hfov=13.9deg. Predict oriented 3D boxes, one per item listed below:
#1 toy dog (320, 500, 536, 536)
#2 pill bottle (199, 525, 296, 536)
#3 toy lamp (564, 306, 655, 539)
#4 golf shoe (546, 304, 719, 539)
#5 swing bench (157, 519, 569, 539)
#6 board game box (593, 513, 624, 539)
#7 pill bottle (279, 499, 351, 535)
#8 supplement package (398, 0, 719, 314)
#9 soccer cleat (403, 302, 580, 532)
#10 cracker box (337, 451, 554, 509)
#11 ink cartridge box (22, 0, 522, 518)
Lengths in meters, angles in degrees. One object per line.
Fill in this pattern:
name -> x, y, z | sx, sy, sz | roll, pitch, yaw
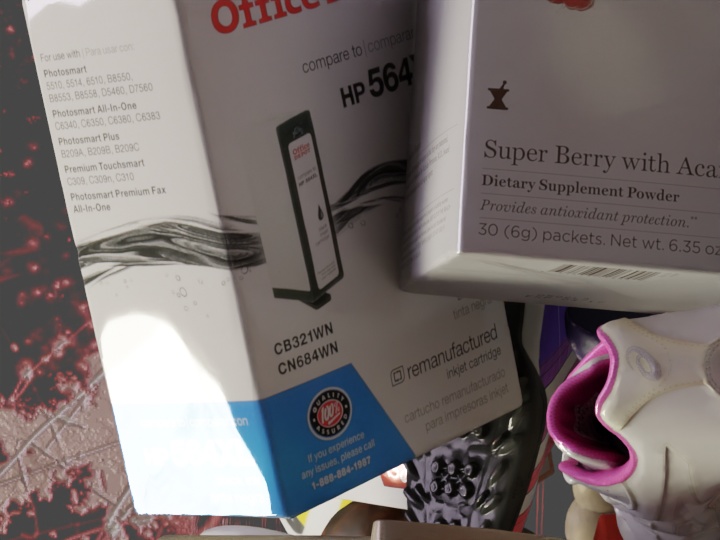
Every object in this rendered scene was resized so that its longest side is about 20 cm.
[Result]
toy dog -> 0.021, 0.197, 1.291 | 0.194, 0.139, 0.201 | 129, 147, -59
pill bottle -> -0.038, 0.213, 1.182 | 0.114, 0.114, 0.201 | 128, 158, -76
toy lamp -> 0.086, 0.110, 1.147 | 0.058, 0.058, 0.201 | -106, 22, -68
golf shoe -> 0.100, 0.051, 0.972 | 0.200, 0.091, 0.076 | 112, 160, -69
swing bench -> 0.015, 0.194, 1.034 | 0.200, 0.129, 0.200 | -12, 72, 62
board game box -> 0.100, 0.209, 1.042 | 0.200, 0.040, 0.153 | -96, 13, -52
pill bottle -> 0.026, 0.054, 1.407 | 0.200, 0.114, 0.115 | 106, 167, -52
supplement package -> 0.086, -0.092, 1.046 | 0.120, 0.121, 0.201 | 140, 134, -79
soccer cleat -> 0.071, 0.034, 1.195 | 0.068, 0.073, 0.201 | -2, 72, 46
cracker box -> 0.000, 0.000, 1.263 | 0.134, 0.058, 0.201 | 4, 113, 44
ink cartridge box -> -0.029, -0.025, 1.099 | 0.084, 0.146, 0.201 | -1, 105, 43
